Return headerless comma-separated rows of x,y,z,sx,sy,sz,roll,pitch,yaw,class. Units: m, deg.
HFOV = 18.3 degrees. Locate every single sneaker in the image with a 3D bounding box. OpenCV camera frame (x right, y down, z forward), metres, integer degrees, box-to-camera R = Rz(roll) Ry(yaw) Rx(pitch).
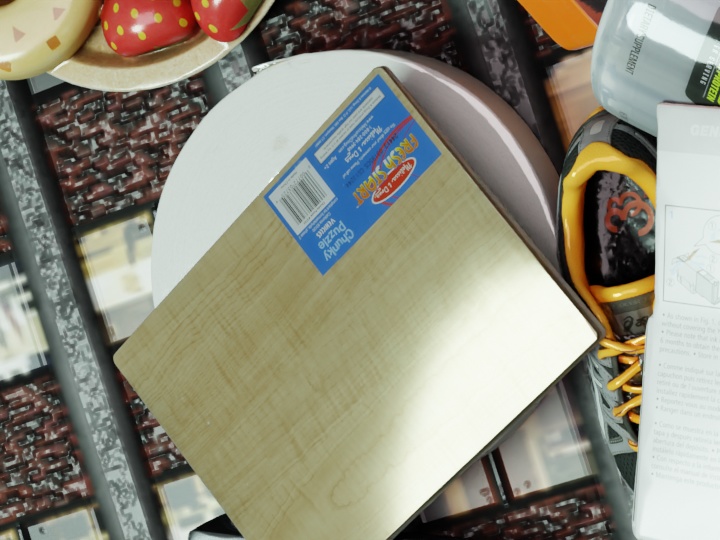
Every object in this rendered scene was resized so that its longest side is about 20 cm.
0.123,0.028,0.947,0.078,0.077,0.202,-17,91,20,sneaker

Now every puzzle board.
-0.005,0.033,0.975,0.200,0.017,0.151,-46,74,26,puzzle board

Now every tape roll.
0.000,0.000,1.011,0.201,0.037,0.205,2,96,21,tape roll

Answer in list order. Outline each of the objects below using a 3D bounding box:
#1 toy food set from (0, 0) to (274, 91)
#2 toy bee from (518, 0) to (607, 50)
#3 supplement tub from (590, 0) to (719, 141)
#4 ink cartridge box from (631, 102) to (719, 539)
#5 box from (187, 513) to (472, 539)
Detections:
-0.118,-0.183,1.030,0.198,0.049,0.200,8,98,20,toy food set
0.054,-0.188,0.924,0.130,0.200,0.109,11,67,44,toy bee
0.202,-0.079,0.882,0.199,0.122,0.123,27,104,16,supplement tub
0.201,0.031,0.838,0.199,0.045,0.178,8,100,36,ink cartridge box
-0.003,0.221,1.032,0.159,0.043,0.202,3,97,20,box
